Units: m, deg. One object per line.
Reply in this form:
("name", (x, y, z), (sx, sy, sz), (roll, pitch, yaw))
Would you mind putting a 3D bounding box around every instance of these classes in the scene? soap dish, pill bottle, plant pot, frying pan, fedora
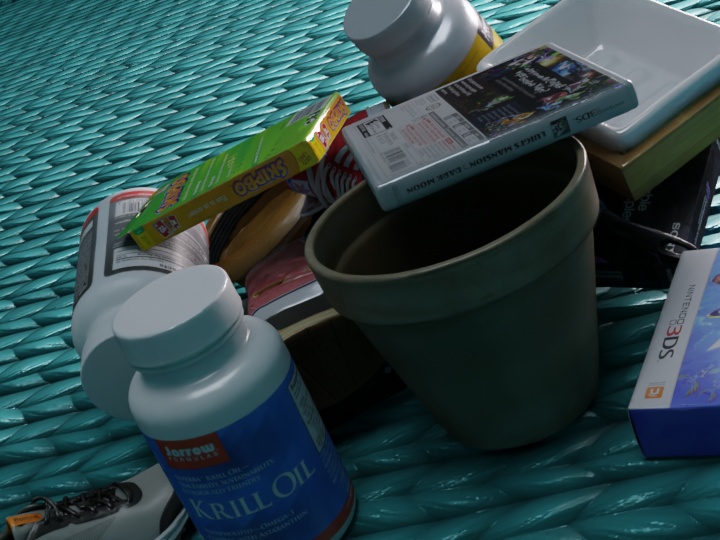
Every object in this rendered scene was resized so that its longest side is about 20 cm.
("soap dish", (0.205, -0.147, 1.034), (0.157, 0.081, 0.200), (-37, 40, -13))
("pill bottle", (0.077, -0.176, 1.137), (0.112, 0.200, 0.112), (-26, 44, 28))
("plant pot", (0.084, 0.022, 0.888), (0.200, 0.174, 0.200), (-18, 25, 9))
("pill bottle", (-0.184, 0.027, 1.080), (0.116, 0.116, 0.200), (-21, 36, 7))
("frying pan", (0.161, -0.061, 0.975), (0.190, 0.115, 0.031), (-3, 12, 24))
("pill bottle", (-0.088, 0.101, 0.859), (0.112, 0.200, 0.112), (-20, 27, 10))
("fedora", (-0.075, -0.039, 1.214), (0.201, 0.082, 0.201), (-37, 27, 22))

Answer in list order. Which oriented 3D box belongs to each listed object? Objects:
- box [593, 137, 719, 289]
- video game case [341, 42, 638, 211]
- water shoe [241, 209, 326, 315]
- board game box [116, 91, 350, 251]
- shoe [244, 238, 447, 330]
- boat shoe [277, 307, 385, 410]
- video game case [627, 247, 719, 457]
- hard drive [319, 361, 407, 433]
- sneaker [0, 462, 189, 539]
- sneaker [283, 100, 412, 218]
("box", (0.183, -0.052, 1.041), (0.200, 0.036, 0.143), (2, 53, 29))
("video game case", (0.083, -0.109, 0.919), (0.182, 0.023, 0.200), (-23, 19, 0))
("water shoe", (-0.028, -0.010, 1.124), (0.200, 0.072, 0.079), (-27, 58, 6))
("board game box", (-0.105, -0.077, 1.035), (0.200, 0.030, 0.096), (-21, 22, 27))
("shoe", (0.000, 0.000, 1.023), (0.200, 0.071, 0.091), (-22, 36, 4))
("boat shoe", (-0.069, 0.075, 0.954), (0.200, 0.071, 0.065), (-28, 28, -5))
("video game case", (0.291, 0.043, 0.827), (0.200, 0.045, 0.181), (-7, 32, 31))
("hard drive", (-0.052, 0.091, 1.032), (0.200, 0.038, 0.140), (-30, 27, -11))
("sneaker", (-0.204, 0.192, 0.927), (0.200, 0.079, 0.074), (-33, 26, -19))
("sneaker", (-0.012, -0.072, 1.051), (0.112, 0.071, 0.200), (-19, 26, 4))
